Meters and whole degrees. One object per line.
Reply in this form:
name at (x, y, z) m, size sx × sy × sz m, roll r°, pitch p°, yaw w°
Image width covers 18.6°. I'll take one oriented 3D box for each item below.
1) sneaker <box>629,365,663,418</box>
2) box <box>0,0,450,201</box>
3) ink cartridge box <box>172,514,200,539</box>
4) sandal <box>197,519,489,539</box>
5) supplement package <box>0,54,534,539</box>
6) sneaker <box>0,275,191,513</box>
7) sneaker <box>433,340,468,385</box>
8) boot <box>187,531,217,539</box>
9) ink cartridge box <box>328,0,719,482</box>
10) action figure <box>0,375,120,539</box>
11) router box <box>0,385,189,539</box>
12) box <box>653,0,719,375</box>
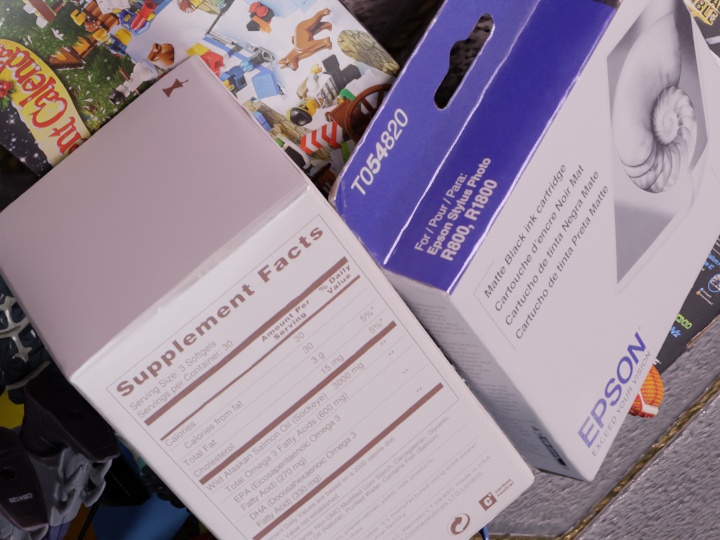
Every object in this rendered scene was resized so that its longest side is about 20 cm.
sneaker at (0.102, 0.016, 1.069) m, size 0.200 × 0.073 × 0.078 m, roll 41°, pitch 70°, yaw -50°
box at (-0.071, -0.079, 0.899) m, size 0.137 × 0.038 × 0.200 m, roll -44°, pitch 129°, yaw 4°
ink cartridge box at (-0.058, 0.197, 1.252) m, size 0.086 × 0.148 × 0.199 m, roll -46°, pitch 146°, yaw 22°
sandal at (-0.003, 0.146, 1.204) m, size 0.199 × 0.080 × 0.087 m, roll 18°, pitch 137°, yaw -41°
supplement package at (-0.039, 0.036, 0.887) m, size 0.117 × 0.117 × 0.200 m, roll -39°, pitch 129°, yaw -2°
sneaker at (-0.102, 0.034, 1.001) m, size 0.077 × 0.087 × 0.200 m, roll -15°, pitch 140°, yaw 25°
sneaker at (0.000, 0.000, 1.070) m, size 0.073 × 0.080 × 0.201 m, roll -28°, pitch 134°, yaw -7°
boot at (-0.020, 0.138, 1.068) m, size 0.198 × 0.073 × 0.144 m, roll -23°, pitch 179°, yaw -10°
ink cartridge box at (0.091, -0.043, 0.973) m, size 0.200 × 0.040 × 0.201 m, roll 50°, pitch 61°, yaw -40°
action figure at (-0.164, 0.144, 0.968) m, size 0.130 × 0.069 × 0.201 m, roll -24°, pitch 148°, yaw -43°
router box at (-0.157, 0.105, 1.075) m, size 0.150 × 0.051 × 0.200 m, roll -56°, pitch 150°, yaw -12°
box at (0.148, -0.059, 1.107) m, size 0.199 × 0.050 × 0.199 m, roll -47°, pitch 128°, yaw 12°
